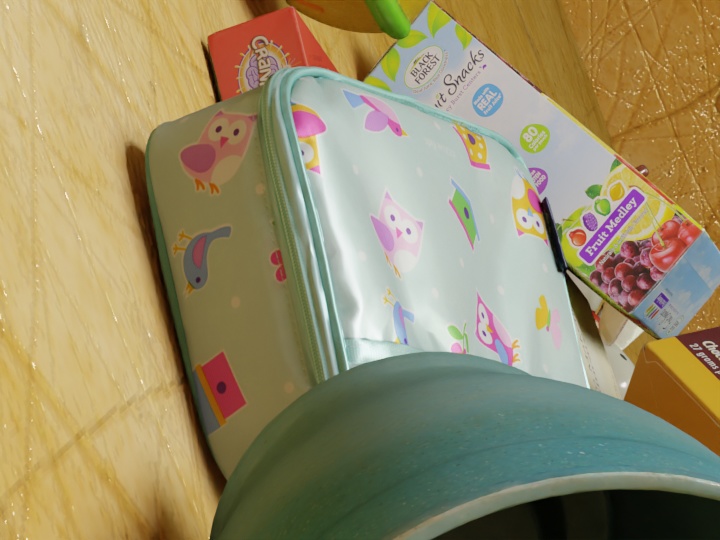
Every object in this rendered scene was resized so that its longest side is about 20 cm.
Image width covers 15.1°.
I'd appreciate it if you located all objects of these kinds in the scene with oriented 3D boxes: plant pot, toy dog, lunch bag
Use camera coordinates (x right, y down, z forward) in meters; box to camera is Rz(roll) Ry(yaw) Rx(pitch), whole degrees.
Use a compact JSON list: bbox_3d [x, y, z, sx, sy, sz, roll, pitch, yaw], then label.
[{"bbox_3d":[0.035,0.115,0.763,0.188,0.199,0.201,-126,-169,-67],"label":"plant pot"},{"bbox_3d":[0.189,-0.001,2.034,0.132,0.096,0.201,-45,115,-79],"label":"toy dog"},{"bbox_3d":[0.014,0.020,0.979,0.200,0.077,0.161,16,55,-56],"label":"lunch bag"}]

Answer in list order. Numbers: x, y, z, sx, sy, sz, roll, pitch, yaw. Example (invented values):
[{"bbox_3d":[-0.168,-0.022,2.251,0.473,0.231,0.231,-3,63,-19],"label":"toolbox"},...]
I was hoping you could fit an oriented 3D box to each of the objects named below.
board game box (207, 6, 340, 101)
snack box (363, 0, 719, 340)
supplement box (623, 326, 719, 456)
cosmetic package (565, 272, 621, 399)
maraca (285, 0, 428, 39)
[{"bbox_3d":[0.000,0.000,1.172,0.200,0.040,0.154,51,22,-62],"label":"board game box"},{"bbox_3d":[0.108,-0.051,1.533,0.200,0.068,0.169,43,3,15],"label":"snack box"},{"bbox_3d":[0.236,0.135,1.428,0.133,0.199,0.198,48,-44,39],"label":"supplement box"},{"bbox_3d":[0.087,0.049,1.459,0.200,0.073,0.104,44,27,-71],"label":"cosmetic package"},{"bbox_3d":[-0.019,-0.194,1.247,0.137,0.107,0.200,-110,174,-52],"label":"maraca"}]
